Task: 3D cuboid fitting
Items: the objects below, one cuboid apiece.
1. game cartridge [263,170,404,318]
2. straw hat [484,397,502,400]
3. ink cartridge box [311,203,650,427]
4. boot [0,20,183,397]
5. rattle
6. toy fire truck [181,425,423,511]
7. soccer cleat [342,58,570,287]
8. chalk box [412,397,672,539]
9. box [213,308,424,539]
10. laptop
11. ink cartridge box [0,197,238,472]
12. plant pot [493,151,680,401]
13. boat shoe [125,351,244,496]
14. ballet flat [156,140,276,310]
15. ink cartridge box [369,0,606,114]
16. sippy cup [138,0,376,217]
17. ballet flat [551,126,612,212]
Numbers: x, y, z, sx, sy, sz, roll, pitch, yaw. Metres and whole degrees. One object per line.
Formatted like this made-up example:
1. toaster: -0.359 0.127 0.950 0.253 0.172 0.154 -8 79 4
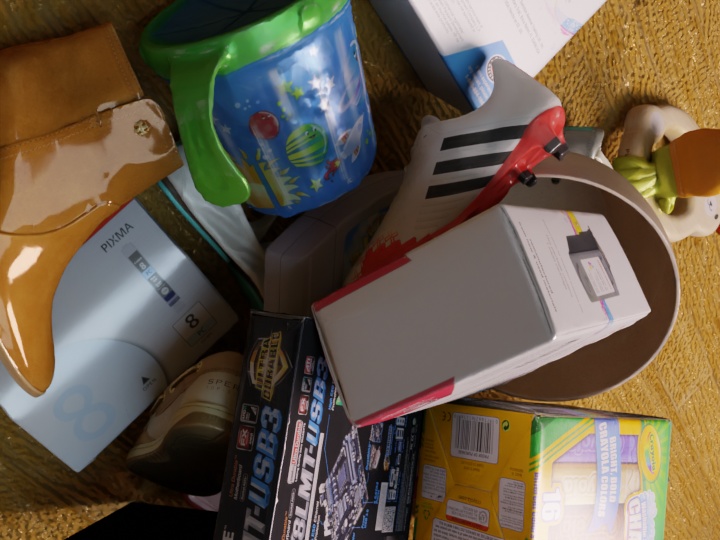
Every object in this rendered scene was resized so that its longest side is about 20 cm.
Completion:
1. game cartridge: 0.000 0.000 0.751 0.199 0.040 0.136 -31 130 -49
2. straw hat: 0.114 0.170 0.932 0.200 0.201 0.086 -37 89 -13
3. ink cartridge box: 0.084 0.027 0.646 0.146 0.087 0.199 -29 168 27
4. boot: -0.173 -0.037 0.606 0.142 0.071 0.205 -19 104 -11
5. rattle: 0.335 -0.084 0.915 0.198 0.142 0.133 26 57 -33
6. toy fire truck: -0.032 0.141 0.819 0.167 0.112 0.201 37 91 -23
7. soccer cleat: 0.054 -0.059 0.692 0.200 0.086 0.068 -43 163 13
8. chalk box: 0.153 0.167 0.760 0.197 0.123 0.127 10 84 -36
9. box: -0.021 0.142 0.676 0.198 0.049 0.204 21 75 -59
10. laptop: -0.112 0.238 0.746 0.202 0.174 0.104 64 37 -38
11. ink cartridge box: -0.196 0.020 0.668 0.160 0.047 0.201 -43 132 -8
12. plant pot: 0.152 -0.015 0.807 0.196 0.135 0.204 6 122 10
13. boat shoe: -0.116 0.113 0.712 0.073 0.200 0.067 26 60 -17
14. ballet flat: -0.075 -0.018 0.718 0.069 0.069 0.201 -39 127 -10
15. ink cartridge box: 0.107 -0.233 0.715 0.200 0.085 0.145 -45 132 -4
16. sippy cup: -0.052 -0.112 0.626 0.177 0.139 0.132 -35 122 -21
17. ballet flat: 0.208 -0.039 0.896 0.062 0.068 0.202 -4 127 19
